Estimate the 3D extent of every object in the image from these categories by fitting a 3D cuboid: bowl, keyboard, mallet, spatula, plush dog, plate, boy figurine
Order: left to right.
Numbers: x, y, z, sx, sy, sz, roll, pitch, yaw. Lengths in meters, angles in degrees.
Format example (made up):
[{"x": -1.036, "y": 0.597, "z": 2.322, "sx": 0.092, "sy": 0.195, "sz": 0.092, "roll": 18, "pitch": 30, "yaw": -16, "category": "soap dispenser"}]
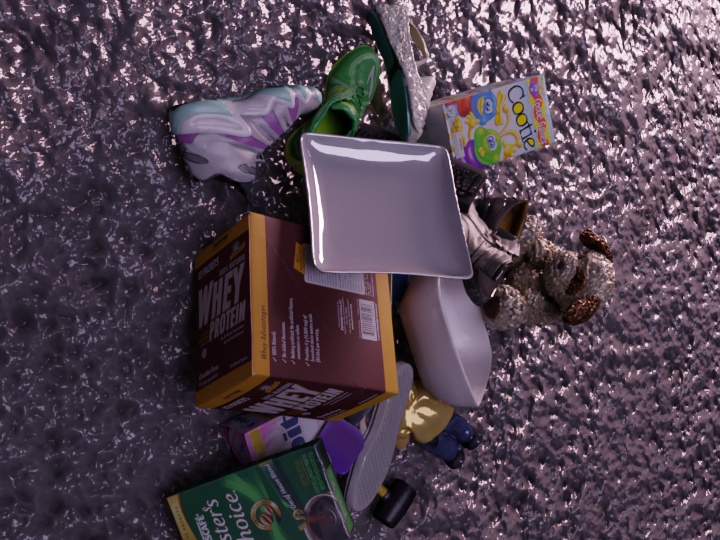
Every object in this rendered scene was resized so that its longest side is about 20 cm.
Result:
[{"x": -0.063, "y": 0.278, "z": 1.140, "sx": 0.056, "sy": 0.021, "sz": 0.200, "roll": 30, "pitch": 79, "yaw": 9, "category": "spatula"}, {"x": 0.007, "y": 0.271, "z": 1.273, "sx": 0.066, "sy": 0.041, "sz": 0.200, "roll": -44, "pitch": 112, "yaw": -24, "category": "mallet"}, {"x": 0.026, "y": -0.074, "z": 1.116, "sx": 0.199, "sy": 0.032, "sz": 0.200, "roll": 3, "pitch": 59, "yaw": -19, "category": "plate"}, {"x": 0.056, "y": -0.125, "z": 1.202, "sx": 0.127, "sy": 0.200, "sz": 0.021, "roll": -58, "pitch": 163, "yaw": -31, "category": "keyboard"}, {"x": 0.084, "y": 0.207, "z": 1.304, "sx": 0.200, "sy": 0.064, "sz": 0.124, "roll": 41, "pitch": 89, "yaw": -27, "category": "boy figurine"}, {"x": 0.116, "y": 0.077, "z": 1.275, "sx": 0.200, "sy": 0.074, "sz": 0.200, "roll": -56, "pitch": 130, "yaw": -66, "category": "bowl"}, {"x": 0.296, "y": 0.024, "z": 1.369, "sx": 0.160, "sy": 0.171, "sz": 0.200, "roll": 46, "pitch": 51, "yaw": -38, "category": "plush dog"}]

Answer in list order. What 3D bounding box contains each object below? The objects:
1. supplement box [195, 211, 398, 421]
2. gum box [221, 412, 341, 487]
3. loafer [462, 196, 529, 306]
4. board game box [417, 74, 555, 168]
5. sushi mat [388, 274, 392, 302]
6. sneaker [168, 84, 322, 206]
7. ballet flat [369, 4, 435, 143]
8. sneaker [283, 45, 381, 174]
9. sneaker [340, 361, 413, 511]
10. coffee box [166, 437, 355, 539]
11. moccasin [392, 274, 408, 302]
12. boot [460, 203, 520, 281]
[{"x": -0.080, "y": 0.063, "z": 1.099, "sx": 0.200, "sy": 0.133, "sz": 0.198, "roll": 13, "pitch": 61, "yaw": -35, "category": "supplement box"}, {"x": -0.092, "y": 0.270, "z": 1.182, "sx": 0.113, "sy": 0.066, "sz": 0.201, "roll": -23, "pitch": 106, "yaw": -33, "category": "gum box"}, {"x": 0.195, "y": -0.036, "z": 1.323, "sx": 0.073, "sy": 0.072, "sz": 0.200, "roll": 47, "pitch": 44, "yaw": -34, "category": "loafer"}, {"x": 0.169, "y": -0.206, "z": 1.317, "sx": 0.200, "sy": 0.105, "sz": 0.103, "roll": -22, "pitch": 105, "yaw": -32, "category": "board game box"}, {"x": 0.000, "y": 0.000, "z": 1.221, "sx": 0.012, "sy": 0.095, "sz": 0.201, "roll": -3, "pitch": 95, "yaw": -66, "category": "sushi mat"}, {"x": -0.131, "y": -0.150, "z": 1.133, "sx": 0.200, "sy": 0.078, "sz": 0.140, "roll": -16, "pitch": 103, "yaw": -24, "category": "sneaker"}, {"x": 0.066, "y": -0.270, "z": 1.228, "sx": 0.072, "sy": 0.072, "sz": 0.201, "roll": -7, "pitch": 78, "yaw": -35, "category": "ballet flat"}, {"x": -0.021, "y": -0.208, "z": 1.196, "sx": 0.074, "sy": 0.083, "sz": 0.200, "roll": 39, "pitch": 70, "yaw": -30, "category": "sneaker"}, {"x": 0.004, "y": 0.211, "z": 1.209, "sx": 0.078, "sy": 0.079, "sz": 0.200, "roll": 37, "pitch": 69, "yaw": -57, "category": "sneaker"}, {"x": -0.119, "y": 0.290, "z": 1.091, "sx": 0.200, "sy": 0.044, "sz": 0.123, "roll": -20, "pitch": 90, "yaw": 10, "category": "coffee box"}, {"x": 0.035, "y": -0.058, "z": 1.254, "sx": 0.080, "sy": 0.068, "sz": 0.201, "roll": 19, "pitch": 85, "yaw": -36, "category": "moccasin"}, {"x": 0.160, "y": -0.055, "z": 1.272, "sx": 0.130, "sy": 0.068, "sz": 0.200, "roll": 29, "pitch": 33, "yaw": 2, "category": "boot"}]
